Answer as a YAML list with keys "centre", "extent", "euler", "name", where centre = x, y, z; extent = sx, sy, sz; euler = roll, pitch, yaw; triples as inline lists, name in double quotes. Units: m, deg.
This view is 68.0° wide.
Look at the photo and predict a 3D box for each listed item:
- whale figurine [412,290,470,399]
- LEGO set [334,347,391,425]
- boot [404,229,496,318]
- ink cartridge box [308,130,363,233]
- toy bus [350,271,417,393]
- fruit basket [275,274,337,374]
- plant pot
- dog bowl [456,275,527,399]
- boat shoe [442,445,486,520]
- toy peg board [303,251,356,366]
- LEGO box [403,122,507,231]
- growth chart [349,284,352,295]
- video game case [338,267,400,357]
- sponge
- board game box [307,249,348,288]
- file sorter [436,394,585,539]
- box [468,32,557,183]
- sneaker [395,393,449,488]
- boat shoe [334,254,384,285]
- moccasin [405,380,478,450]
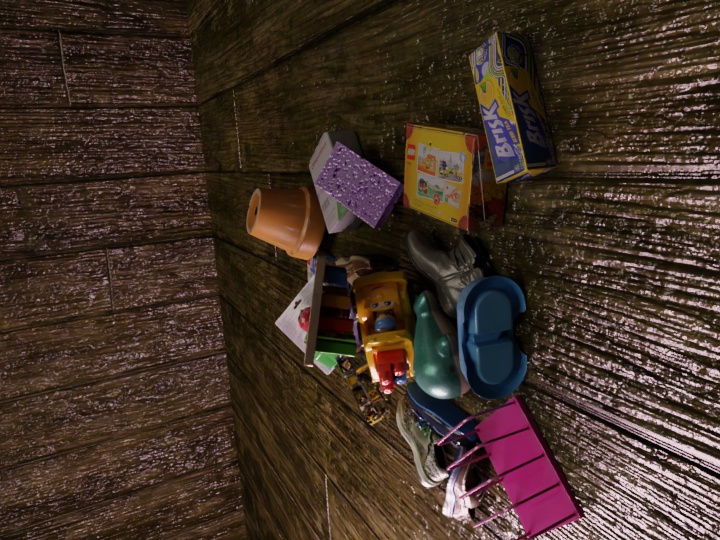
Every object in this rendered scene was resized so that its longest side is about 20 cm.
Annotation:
- centre: [0.134, 0.143, 1.004]
  extent: [0.159, 0.102, 0.203]
  euler: [115, 134, -80]
  name: "whale figurine"
- centre: [0.029, 0.269, 1.326]
  extent: [0.201, 0.115, 0.155]
  euler: [58, 175, 44]
  name: "LEGO set"
- centre: [0.168, -0.025, 0.977]
  extent: [0.202, 0.067, 0.131]
  euler: [59, 142, 23]
  name: "boot"
- centre: [-0.046, -0.216, 1.301]
  extent: [0.145, 0.086, 0.203]
  euler: [-45, 60, 57]
  name: "ink cartridge box"
- centre: [0.053, 0.132, 1.057]
  extent: [0.194, 0.133, 0.202]
  euler: [-89, -12, -52]
  name: "toy bus"
- centre: [-0.100, 0.143, 1.393]
  extent: [0.200, 0.094, 0.186]
  euler: [44, 110, 10]
  name: "fruit basket"
- centre: [-0.214, -0.146, 1.494]
  extent: [0.200, 0.180, 0.204]
  euler: [-31, 54, 55]
  name: "plant pot"
- centre: [0.211, 0.106, 0.877]
  extent: [0.050, 0.109, 0.204]
  euler: [-149, 53, -73]
  name: "dog bowl"
- centre: [0.204, 0.409, 1.021]
  extent: [0.071, 0.073, 0.202]
  euler: [15, 134, 18]
  name: "boat shoe"
- centre: [-0.052, 0.072, 1.062]
  extent: [0.200, 0.096, 0.203]
  euler: [-141, 59, -84]
  name: "toy peg board"
- centre: [0.158, -0.169, 0.920]
  extent: [0.200, 0.076, 0.152]
  euler: [34, 128, 56]
  name: "LEGO box"
- centre: [0.003, 0.080, 1.376]
  extent: [0.145, 0.017, 0.203]
  euler: [46, 138, 49]
  name: "growth chart"
- centre: [0.017, 0.097, 1.218]
  extent: [0.019, 0.142, 0.202]
  euler: [40, 135, 28]
  name: "video game case"
- centre: [-0.005, -0.188, 1.174]
  extent: [0.199, 0.030, 0.113]
  euler: [38, 103, 28]
  name: "sponge"
- centre: [-0.093, 0.067, 1.503]
  extent: [0.196, 0.055, 0.204]
  euler: [-144, 50, -61]
  name: "board game box"
- centre: [0.232, 0.340, 0.879]
  extent: [0.202, 0.124, 0.140]
  euler: [65, 147, 28]
  name: "file sorter"
- centre: [0.223, -0.236, 0.786]
  extent: [0.070, 0.063, 0.204]
  euler: [-20, 82, 63]
  name: "box"
- centre: [0.146, 0.355, 1.141]
  extent: [0.088, 0.076, 0.203]
  euler: [-39, 68, 46]
  name: "sneaker"
- centre: [0.000, 0.000, 1.286]
  extent: [0.199, 0.074, 0.075]
  euler: [177, 92, -66]
  name: "boat shoe"
- centre: [0.154, 0.299, 1.080]
  extent: [0.200, 0.079, 0.069]
  euler: [39, 137, 54]
  name: "moccasin"
